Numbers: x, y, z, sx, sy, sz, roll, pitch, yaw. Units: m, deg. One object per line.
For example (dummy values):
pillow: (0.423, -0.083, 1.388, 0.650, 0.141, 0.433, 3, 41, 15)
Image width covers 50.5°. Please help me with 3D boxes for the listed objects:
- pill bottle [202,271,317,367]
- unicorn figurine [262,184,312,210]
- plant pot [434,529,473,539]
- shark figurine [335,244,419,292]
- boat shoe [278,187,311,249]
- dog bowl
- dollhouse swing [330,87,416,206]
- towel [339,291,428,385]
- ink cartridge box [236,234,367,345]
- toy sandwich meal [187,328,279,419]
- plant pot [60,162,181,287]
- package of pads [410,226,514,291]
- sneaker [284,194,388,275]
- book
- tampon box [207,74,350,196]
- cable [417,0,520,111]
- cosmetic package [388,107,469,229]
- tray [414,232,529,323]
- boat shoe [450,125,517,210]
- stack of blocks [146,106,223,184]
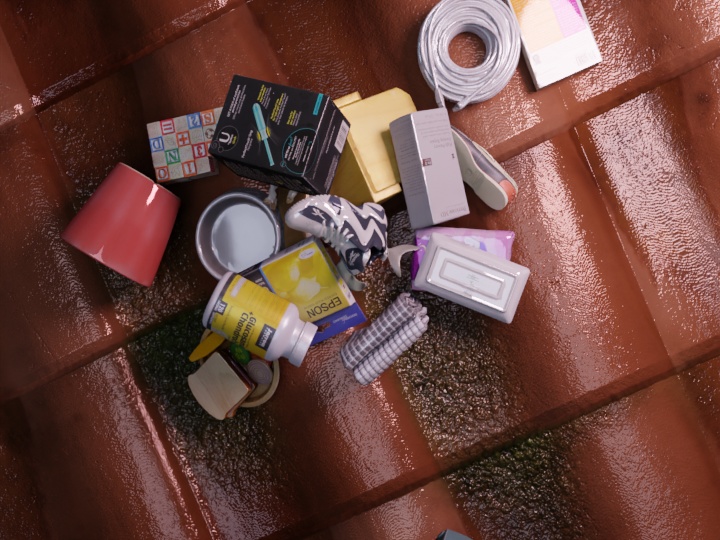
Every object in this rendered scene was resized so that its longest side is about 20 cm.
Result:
pill bottle: (-0.182, 0.095, 1.400, 0.196, 0.112, 0.114, 27, 94, -1)
unicorn figurine: (-0.144, -0.188, 1.454, 0.194, 0.074, 0.141, 10, 77, 17)
plant pot: (0.182, 0.610, 1.425, 0.195, 0.196, 0.201, -42, 79, 6)
shark figurine: (0.003, -0.019, 1.465, 0.129, 0.090, 0.213, 50, 127, -3)
boat shoe: (-0.114, -0.106, 1.493, 0.069, 0.069, 0.206, -8, 80, 31)
dog bowl: (-0.237, -0.063, 1.509, 0.194, 0.059, 0.207, 0, 92, 7)
dollhouse swing: (0.014, -0.229, 1.490, 0.180, 0.174, 0.204, -27, 89, 47)
towel: (0.047, 0.117, 1.414, 0.165, 0.200, 0.086, -44, 88, 7)
ink cartridge box: (-0.117, 0.059, 1.455, 0.194, 0.047, 0.203, -24, 107, 20)
toy sandwich meal: (-0.252, 0.191, 1.488, 0.199, 0.070, 0.211, 7, 109, 20)
plant pot: (-0.449, -0.094, 1.474, 0.197, 0.201, 0.181, 28, 85, 4)
package of pads: (0.194, -0.019, 1.456, 0.194, 0.076, 0.124, 4, 91, 6)
sneaker: (-0.033, -0.055, 1.353, 0.195, 0.080, 0.132, 7, 51, -31)
book: (0.360, -0.463, 1.441, 0.131, 0.048, 0.205, -21, 91, 4)
tampon box: (-0.142, -0.236, 1.357, 0.195, 0.126, 0.154, 17, 83, 21)
cable: (0.204, -0.418, 1.447, 0.196, 0.069, 0.205, -23, 88, 6)
cosmetic package: (0.128, -0.189, 1.416, 0.100, 0.073, 0.206, -17, 93, -36)
tray: (0.205, 0.014, 1.408, 0.195, 0.022, 0.110, 21, 98, 3)
boat shoe: (0.220, -0.205, 1.456, 0.200, 0.071, 0.062, 47, 53, 5)
stack of blocks: (-0.312, -0.248, 1.511, 0.194, 0.059, 0.119, -11, 91, 6)
